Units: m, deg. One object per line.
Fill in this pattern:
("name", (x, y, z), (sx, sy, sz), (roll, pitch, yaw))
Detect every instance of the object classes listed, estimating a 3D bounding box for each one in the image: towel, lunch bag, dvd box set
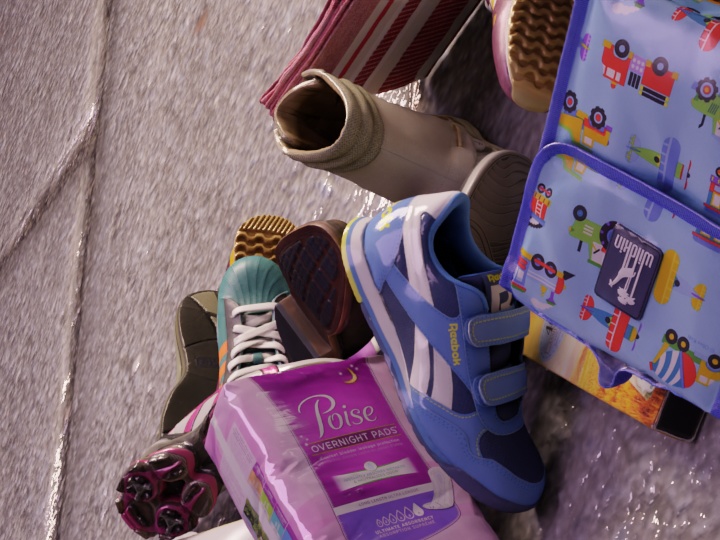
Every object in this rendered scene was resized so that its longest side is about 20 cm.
("towel", (0.024, -0.175, 1.383), (0.023, 0.200, 0.144), (46, 123, 15))
("lunch bag", (0.162, -0.032, 1.021), (0.150, 0.094, 0.200), (29, 110, 32))
("dvd box set", (0.154, 0.000, 1.136), (0.147, 0.029, 0.200), (-68, 25, 5))

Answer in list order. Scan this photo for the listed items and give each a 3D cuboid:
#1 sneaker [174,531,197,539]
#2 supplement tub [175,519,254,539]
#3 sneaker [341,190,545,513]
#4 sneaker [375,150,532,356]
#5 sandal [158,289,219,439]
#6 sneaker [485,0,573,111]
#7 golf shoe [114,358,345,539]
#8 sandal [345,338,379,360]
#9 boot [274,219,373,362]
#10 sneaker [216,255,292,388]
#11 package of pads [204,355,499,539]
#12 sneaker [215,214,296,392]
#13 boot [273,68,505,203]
("sneaker", (-0.141, 0.254, 1.468), (0.200, 0.099, 0.075), (-132, 31, -68))
("supplement tub", (-0.066, 0.233, 1.285), (0.200, 0.145, 0.145), (-26, 49, 57))
("sneaker", (0.063, 0.045, 1.162), (0.082, 0.074, 0.200), (-29, 84, 28))
("sneaker", (0.054, 0.021, 1.274), (0.106, 0.075, 0.201), (0, 73, 62))
("sandal", (-0.119, 0.101, 1.598), (0.201, 0.080, 0.057), (-88, 12, -46))
("sneaker", (0.116, -0.175, 1.290), (0.090, 0.075, 0.200), (-46, 27, 56))
("golf shoe", (-0.076, 0.104, 1.334), (0.200, 0.073, 0.092), (-29, 13, 26))
("sandal", (-0.009, 0.094, 1.384), (0.083, 0.050, 0.203), (-61, 24, 17))
("boot", (0.000, 0.000, 1.313), (0.075, 0.097, 0.200), (55, 161, 15))
("sneaker", (-0.068, 0.081, 1.438), (0.080, 0.071, 0.201), (90, 174, -76))
("package of pads", (0.002, 0.145, 1.171), (0.200, 0.120, 0.076), (58, 144, 36))
("sneaker", (-0.074, 0.063, 1.536), (0.090, 0.075, 0.201), (110, 166, -71))
("boot", (0.009, -0.088, 1.351), (0.200, 0.154, 0.072), (32, 101, 63))
